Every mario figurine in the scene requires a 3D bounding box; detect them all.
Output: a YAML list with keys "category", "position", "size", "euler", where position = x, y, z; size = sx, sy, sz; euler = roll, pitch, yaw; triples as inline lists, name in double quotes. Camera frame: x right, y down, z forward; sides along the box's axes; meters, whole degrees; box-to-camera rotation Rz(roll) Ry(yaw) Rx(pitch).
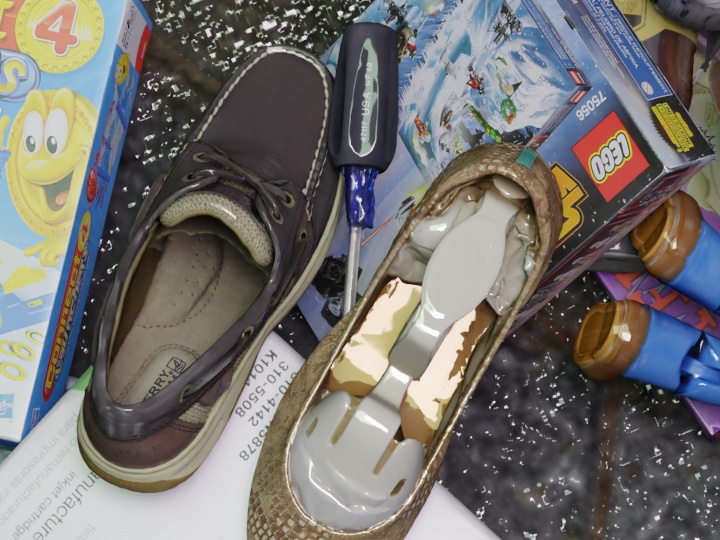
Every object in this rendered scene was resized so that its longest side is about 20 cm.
- category: "mario figurine"
  position: [0.186, 0.048, 1.069]
  size: [0.199, 0.124, 0.106]
  euler: [29, 39, -10]

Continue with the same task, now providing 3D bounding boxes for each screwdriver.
- category: "screwdriver"
  position: [0.000, 0.000, 1.033]
  size: [0.029, 0.028, 0.202]
  euler: [5, 82, -31]

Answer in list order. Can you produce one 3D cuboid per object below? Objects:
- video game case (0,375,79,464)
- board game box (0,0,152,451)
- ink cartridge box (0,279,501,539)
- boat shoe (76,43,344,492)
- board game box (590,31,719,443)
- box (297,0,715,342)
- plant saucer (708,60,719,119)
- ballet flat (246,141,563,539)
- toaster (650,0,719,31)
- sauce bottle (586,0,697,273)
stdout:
- category: "video game case"
  position: [-0.108, 0.144, 1.114]
  size: [0.199, 0.023, 0.183]
  euler: [14, 79, 8]
- category: "board game box"
  position: [-0.207, -0.039, 1.101]
  size: [0.198, 0.056, 0.197]
  euler: [11, 81, 7]
- category: "ink cartridge box"
  position: [-0.039, 0.119, 1.059]
  size: [0.200, 0.084, 0.146]
  euler: [41, 83, 12]
- category: "boat shoe"
  position: [-0.052, -0.010, 1.016]
  size: [0.073, 0.065, 0.201]
  euler: [19, 64, 2]
- category: "board game box"
  position: [0.143, -0.041, 1.129]
  size: [0.120, 0.032, 0.201]
  euler: [-35, 77, 1]
- category: "box"
  position: [0.037, -0.044, 1.071]
  size: [0.200, 0.040, 0.137]
  euler: [-42, 73, 39]
- category: "plant saucer"
  position: [0.218, -0.018, 1.026]
  size: [0.034, 0.200, 0.201]
  euler: [-43, 77, 20]
- category: "ballet flat"
  position: [0.013, 0.038, 0.984]
  size: [0.070, 0.065, 0.201]
  euler: [26, 88, 3]
- category: "toaster"
  position: [0.180, -0.176, 1.026]
  size: [0.199, 0.114, 0.130]
  euler: [-17, 89, 0]
- category: "sauce bottle"
  position: [0.112, -0.101, 1.097]
  size: [0.065, 0.066, 0.202]
  euler: [2, 77, 6]
